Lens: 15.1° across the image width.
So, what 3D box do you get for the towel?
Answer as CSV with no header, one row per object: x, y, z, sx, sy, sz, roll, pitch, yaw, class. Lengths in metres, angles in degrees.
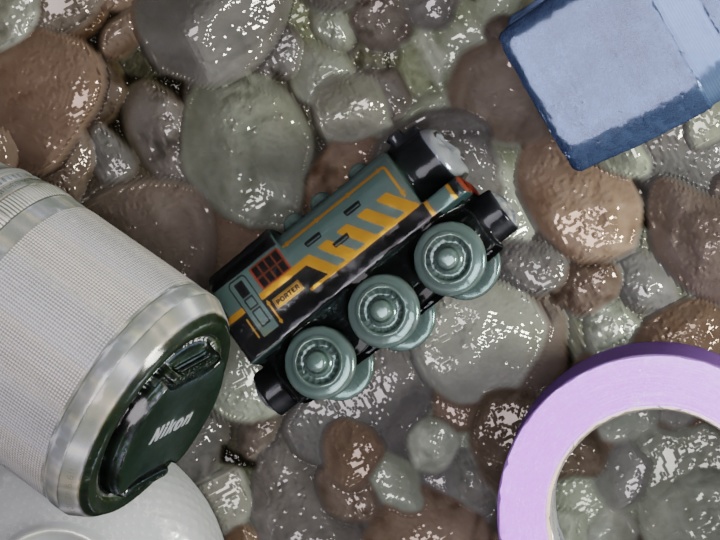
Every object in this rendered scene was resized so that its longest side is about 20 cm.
0.194,-0.151,1.681,0.199,0.049,0.112,-28,92,8,towel

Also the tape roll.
0.186,0.148,1.704,0.198,0.066,0.202,1,95,7,tape roll

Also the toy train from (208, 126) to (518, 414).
0.000,0.000,1.705,0.200,0.085,0.114,-39,81,9,toy train

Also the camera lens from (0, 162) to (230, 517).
-0.192,0.042,1.675,0.199,0.160,0.161,34,99,17,camera lens

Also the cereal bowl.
-0.186,0.204,1.744,0.198,0.083,0.202,1,96,8,cereal bowl
